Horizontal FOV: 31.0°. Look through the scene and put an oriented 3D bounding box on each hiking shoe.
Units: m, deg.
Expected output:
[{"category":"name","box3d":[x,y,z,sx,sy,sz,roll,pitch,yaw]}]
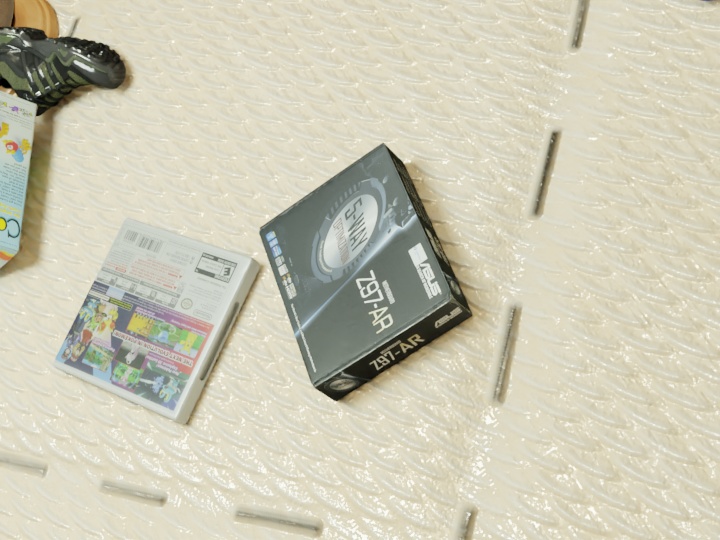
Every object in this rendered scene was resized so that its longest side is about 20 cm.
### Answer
[{"category":"hiking shoe","box3d":[-0.371,-0.236,1.589,0.199,0.076,0.102,17,108,24]}]

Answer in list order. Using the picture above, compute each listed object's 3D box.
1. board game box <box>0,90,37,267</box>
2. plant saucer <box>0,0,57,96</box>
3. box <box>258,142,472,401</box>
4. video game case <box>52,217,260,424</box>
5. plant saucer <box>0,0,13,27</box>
[{"category":"board game box","box3d":[-0.459,-0.106,1.531,0.103,0.104,0.202,-31,50,45]},{"category":"plant saucer","box3d":[-0.483,-0.282,1.695,0.199,0.037,0.202,-14,60,26]},{"category":"box","box3d":[0.000,0.000,1.242,0.160,0.043,0.201,-32,53,15]},{"category":"video game case","box3d":[-0.218,0.048,1.371,0.199,0.023,0.183,17,77,36]},{"category":"plant saucer","box3d":[-0.540,-0.313,1.705,0.199,0.032,0.202,-14,60,25]}]
